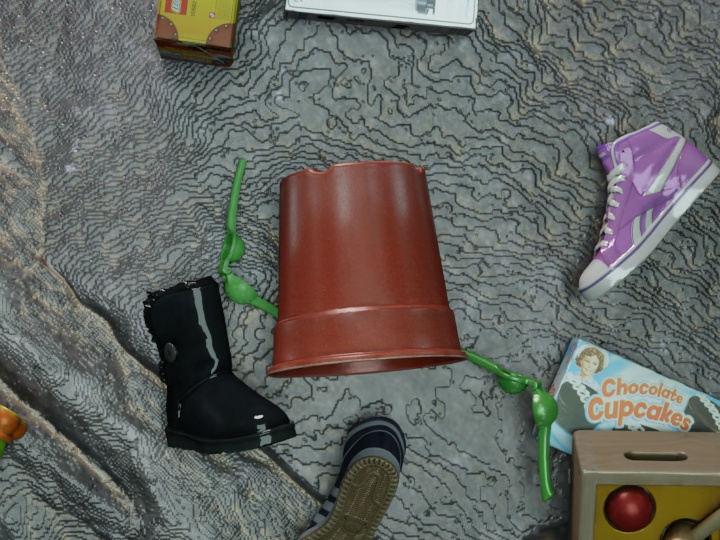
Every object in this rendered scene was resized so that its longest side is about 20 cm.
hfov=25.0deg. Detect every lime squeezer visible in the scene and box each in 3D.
[{"bbox_3d":[-0.114,-0.011,1.669,0.070,0.038,0.200,-21,92,-4],"label":"lime squeezer"},{"bbox_3d":[0.159,0.134,1.670,0.071,0.038,0.200,-44,77,32],"label":"lime squeezer"}]

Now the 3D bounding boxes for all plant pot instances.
[{"bbox_3d":[0.000,0.000,1.612,0.200,0.201,0.196,-4,83,-5],"label":"plant pot"}]

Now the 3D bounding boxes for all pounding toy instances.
[{"bbox_3d":[0.315,0.248,1.622,0.199,0.142,0.185,1,108,3],"label":"pounding toy"}]

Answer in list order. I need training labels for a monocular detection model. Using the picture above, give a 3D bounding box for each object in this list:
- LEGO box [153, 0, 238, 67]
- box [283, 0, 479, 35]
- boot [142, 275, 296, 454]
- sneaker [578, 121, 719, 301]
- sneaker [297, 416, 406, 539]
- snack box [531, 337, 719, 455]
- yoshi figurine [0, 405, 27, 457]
[{"bbox_3d":[-0.152,-0.313,1.607,0.077,0.149,0.201,8,89,-5],"label":"LEGO box"},{"bbox_3d":[0.024,-0.309,1.666,0.199,0.060,0.117,4,90,-4],"label":"box"},{"bbox_3d":[-0.146,0.091,1.597,0.076,0.200,0.169,-12,95,-34],"label":"boot"},{"bbox_3d":[0.269,-0.068,1.689,0.114,0.073,0.201,41,77,0],"label":"sneaker"},{"bbox_3d":[-0.011,0.239,1.672,0.070,0.109,0.200,26,119,-7],"label":"sneaker"},{"bbox_3d":[0.293,0.162,1.705,0.200,0.037,0.116,23,89,-5],"label":"snack box"},{"bbox_3d":[-0.421,0.222,1.632,0.112,0.112,0.200,42,69,-43],"label":"yoshi figurine"}]
